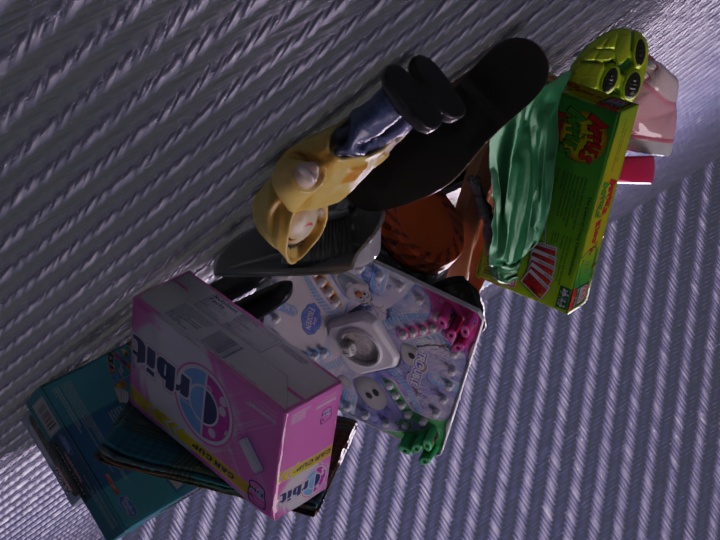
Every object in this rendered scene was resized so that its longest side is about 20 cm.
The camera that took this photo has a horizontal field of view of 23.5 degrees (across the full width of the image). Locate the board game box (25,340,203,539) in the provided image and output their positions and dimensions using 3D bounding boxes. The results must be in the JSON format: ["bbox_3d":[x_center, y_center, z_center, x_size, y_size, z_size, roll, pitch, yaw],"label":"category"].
[{"bbox_3d":[-0.187,0.139,1.610,0.199,0.152,0.047,-27,172,-37],"label":"board game box"}]

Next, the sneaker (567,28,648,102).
[{"bbox_3d":[0.203,-0.156,1.673,0.201,0.074,0.084,-57,-158,24],"label":"sneaker"}]

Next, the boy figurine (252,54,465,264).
[{"bbox_3d":[-0.017,-0.076,1.279,0.200,0.065,0.124,-42,172,33],"label":"boy figurine"}]

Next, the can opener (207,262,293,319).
[{"bbox_3d":[-0.131,0.035,1.529,0.200,0.063,0.079,-29,-138,52],"label":"can opener"}]

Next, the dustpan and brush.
[{"bbox_3d":[-0.021,-0.043,1.454,0.138,0.058,0.200,-1,-169,30],"label":"dustpan and brush"}]

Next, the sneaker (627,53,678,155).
[{"bbox_3d":[0.253,-0.180,1.799,0.199,0.106,0.075,3,-165,-34],"label":"sneaker"}]

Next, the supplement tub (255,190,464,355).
[{"bbox_3d":[0.000,0.000,1.626,0.122,0.123,0.200,-25,169,-48],"label":"supplement tub"}]

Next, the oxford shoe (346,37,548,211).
[{"bbox_3d":[0.073,-0.115,1.406,0.199,0.072,0.071,-34,-178,14],"label":"oxford shoe"}]

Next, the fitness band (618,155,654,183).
[{"bbox_3d":[0.230,-0.111,1.859,0.142,0.038,0.200,4,-177,-20],"label":"fitness band"}]

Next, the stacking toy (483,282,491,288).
[{"bbox_3d":[0.082,-0.024,2.017,0.109,0.117,0.200,-32,-173,-5],"label":"stacking toy"}]

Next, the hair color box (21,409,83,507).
[{"bbox_3d":[-0.215,0.135,1.673,0.199,0.099,0.061,-28,172,-39],"label":"hair color box"}]

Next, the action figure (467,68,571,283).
[{"bbox_3d":[0.138,-0.077,1.567,0.118,0.054,0.202,-23,127,-41],"label":"action figure"}]

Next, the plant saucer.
[{"bbox_3d":[0.120,-0.064,1.688,0.200,0.032,0.202,16,90,-79],"label":"plant saucer"}]

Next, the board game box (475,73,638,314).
[{"bbox_3d":[0.183,-0.073,1.620,0.048,0.101,0.202,-25,132,-57],"label":"board game box"}]

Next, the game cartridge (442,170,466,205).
[{"bbox_3d":[0.074,-0.077,1.798,0.199,0.041,0.133,-28,175,-37],"label":"game cartridge"}]

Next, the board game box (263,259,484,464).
[{"bbox_3d":[0.000,0.071,1.570,0.026,0.199,0.201,-54,164,-44],"label":"board game box"}]

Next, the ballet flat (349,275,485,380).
[{"bbox_3d":[0.044,0.071,1.588,0.066,0.057,0.200,-4,154,-35],"label":"ballet flat"}]

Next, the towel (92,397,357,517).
[{"bbox_3d":[-0.113,0.143,1.497,0.147,0.198,0.022,-62,163,-59],"label":"towel"}]

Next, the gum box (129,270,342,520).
[{"bbox_3d":[-0.112,0.098,1.434,0.066,0.199,0.114,-25,137,-39],"label":"gum box"}]
